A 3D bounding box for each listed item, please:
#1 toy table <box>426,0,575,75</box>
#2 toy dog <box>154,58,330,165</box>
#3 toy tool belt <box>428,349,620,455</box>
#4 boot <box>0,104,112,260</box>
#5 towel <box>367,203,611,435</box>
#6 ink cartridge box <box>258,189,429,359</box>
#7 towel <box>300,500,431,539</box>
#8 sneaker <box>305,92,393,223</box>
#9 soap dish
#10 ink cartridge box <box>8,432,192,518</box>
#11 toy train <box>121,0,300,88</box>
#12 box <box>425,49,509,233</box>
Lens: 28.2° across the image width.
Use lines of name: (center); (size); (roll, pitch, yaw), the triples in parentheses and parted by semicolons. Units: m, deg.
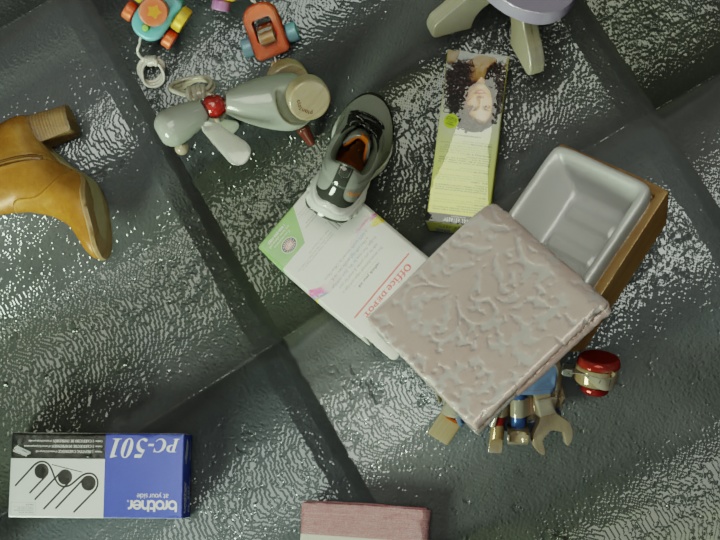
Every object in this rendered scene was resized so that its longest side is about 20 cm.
toy table: (0.165, -0.326, 1.588); (0.182, 0.117, 0.202); (-6, 61, -9)
toy dog: (-0.125, -0.167, 1.625); (0.198, 0.132, 0.097); (-9, 118, 8)
toy tool belt: (0.175, 0.140, 1.543); (0.198, 0.125, 0.124); (6, 109, 8)
boot: (-0.376, -0.082, 1.653); (0.143, 0.071, 0.203); (-22, 76, 8)
towel: (0.130, 0.046, 1.482); (0.191, 0.032, 0.200); (-43, 50, -2)
ink cartridge box: (0.000, 0.000, 1.595); (0.200, 0.067, 0.117); (41, 85, 11)
towel: (0.000, 0.356, 1.560); (0.142, 0.023, 0.202); (3, 83, 4)
sneaker: (0.001, -0.137, 1.577); (0.073, 0.080, 0.201); (24, 42, -4)
soap dish: (0.225, -0.022, 1.543); (0.157, 0.081, 0.201); (30, 85, 42)
ink cartridge box: (-0.289, 0.228, 1.597); (0.198, 0.044, 0.095); (-1, 82, 5)
toy train: (-0.177, -0.283, 1.644); (0.198, 0.056, 0.152); (-14, 103, 6)
box: (0.121, -0.144, 1.616); (0.074, 0.050, 0.202); (5, 82, 6)
